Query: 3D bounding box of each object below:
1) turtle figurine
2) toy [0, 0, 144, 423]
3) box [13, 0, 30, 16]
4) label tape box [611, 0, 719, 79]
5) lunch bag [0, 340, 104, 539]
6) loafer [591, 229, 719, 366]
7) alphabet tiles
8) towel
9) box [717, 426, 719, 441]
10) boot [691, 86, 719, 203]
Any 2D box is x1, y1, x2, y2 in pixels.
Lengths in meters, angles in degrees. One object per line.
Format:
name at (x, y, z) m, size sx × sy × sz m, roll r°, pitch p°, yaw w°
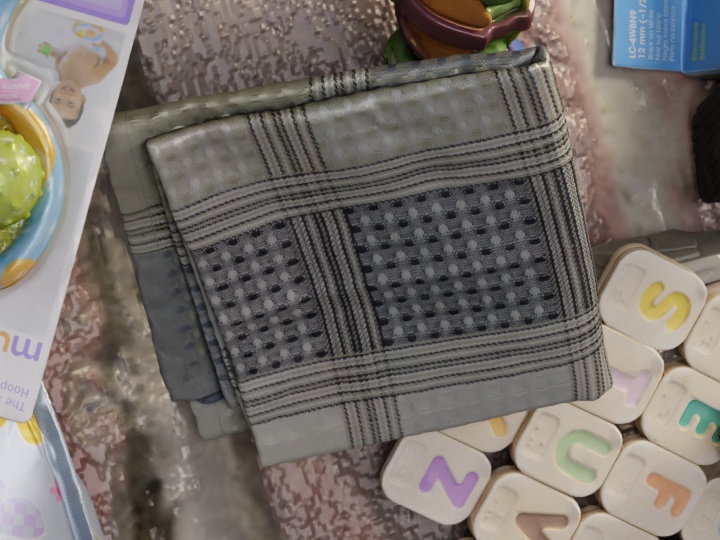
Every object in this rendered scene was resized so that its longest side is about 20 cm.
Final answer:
turtle figurine at (0.016, -0.113, 0.965) m, size 0.198 × 0.194 × 0.145 m, roll -4°, pitch 62°, yaw -21°
toy at (-0.159, -0.051, 0.876) m, size 0.114 × 0.047 × 0.202 m, roll 16°, pitch 89°, yaw -2°
box at (-0.152, -0.239, 0.961) m, size 0.200 × 0.124 × 0.197 m, roll -44°, pitch 102°, yaw -11°
label tape box at (0.227, -0.165, 1.101) m, size 0.198 × 0.066 × 0.145 m, roll 3°, pitch 88°, yaw -18°
lunch bag at (-0.194, 0.121, 0.947) m, size 0.168 × 0.127 × 0.202 m, roll -21°, pitch 105°, yaw -13°
loafer at (0.201, 0.009, 1.097) m, size 0.198 × 0.072 × 0.063 m, roll -8°, pitch 108°, yaw -10°
alphabet tiles at (0.117, 0.092, 1.062) m, size 0.195 × 0.015 × 0.201 m, roll 26°, pitch 98°, yaw -18°
towel at (0.000, 0.000, 0.968) m, size 0.198 × 0.035 × 0.194 m, roll -9°, pitch 130°, yaw 7°
box at (0.275, 0.111, 1.087) m, size 0.157 × 0.051 × 0.201 m, roll -36°, pitch 121°, yaw -14°
boot at (0.245, -0.079, 1.040) m, size 0.130 × 0.200 × 0.070 m, roll -2°, pitch 82°, yaw -13°
